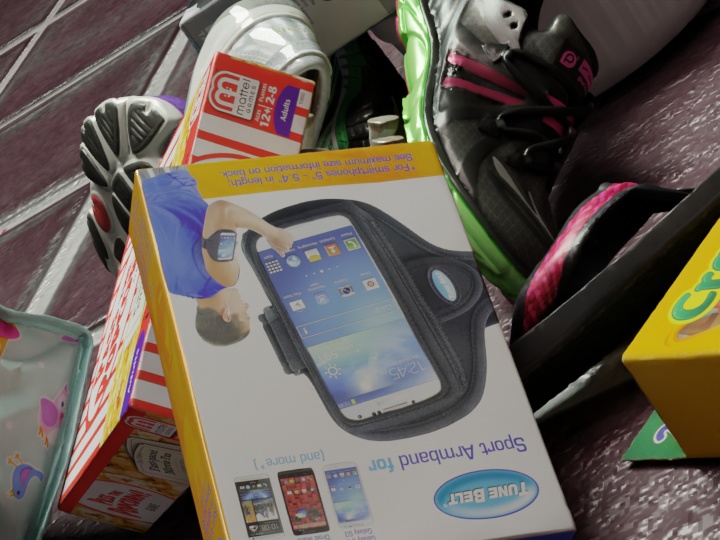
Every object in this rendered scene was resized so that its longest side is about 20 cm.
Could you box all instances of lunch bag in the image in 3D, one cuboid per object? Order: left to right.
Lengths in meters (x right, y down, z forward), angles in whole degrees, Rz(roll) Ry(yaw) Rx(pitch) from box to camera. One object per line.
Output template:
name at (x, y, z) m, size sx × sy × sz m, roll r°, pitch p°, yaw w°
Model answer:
lunch bag at (-0.226, 0.118, 0.917) m, size 0.170 × 0.121 × 0.202 m, roll -16°, pitch 58°, yaw 48°

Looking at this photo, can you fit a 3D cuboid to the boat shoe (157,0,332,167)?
boat shoe at (-0.062, -0.035, 0.980) m, size 0.065 × 0.074 × 0.203 m, roll 55°, pitch 133°, yaw 46°

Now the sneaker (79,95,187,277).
sneaker at (-0.106, -0.051, 1.095) m, size 0.083 × 0.081 × 0.200 m, roll -34°, pitch -11°, yaw -19°

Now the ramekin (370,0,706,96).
ramekin at (0.104, -0.161, 1.040) m, size 0.202 × 0.094 × 0.203 m, roll -34°, pitch 20°, yaw 14°

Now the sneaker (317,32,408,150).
sneaker at (-0.014, -0.076, 1.080) m, size 0.085 × 0.078 × 0.200 m, roll -31°, pitch 22°, yaw 16°

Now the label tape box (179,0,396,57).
label tape box at (0.009, -0.184, 1.022) m, size 0.199 × 0.066 × 0.144 m, roll -33°, pitch 21°, yaw 23°

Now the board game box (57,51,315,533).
board game box at (-0.078, 0.018, 0.842) m, size 0.200 × 0.046 × 0.153 m, roll 131°, pitch 153°, yaw -65°

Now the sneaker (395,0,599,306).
sneaker at (0.066, -0.072, 0.871) m, size 0.083 × 0.077 × 0.202 m, roll -21°, pitch 54°, yaw 18°

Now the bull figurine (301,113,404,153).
bull figurine at (0.000, 0.000, 0.859) m, size 0.064 × 0.123 × 0.200 m, roll -6°, pitch 12°, yaw -8°

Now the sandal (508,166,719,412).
sandal at (0.082, 0.007, 0.754) m, size 0.200 × 0.045 × 0.075 m, roll -40°, pitch -21°, yaw -1°

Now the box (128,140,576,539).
box at (-0.005, 0.044, 0.686) m, size 0.118 × 0.042 × 0.201 m, roll -7°, pitch 51°, yaw -16°

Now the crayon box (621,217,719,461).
crayon box at (0.175, 0.002, 0.651) m, size 0.199 × 0.052 × 0.126 m, roll -9°, pitch 34°, yaw 52°
